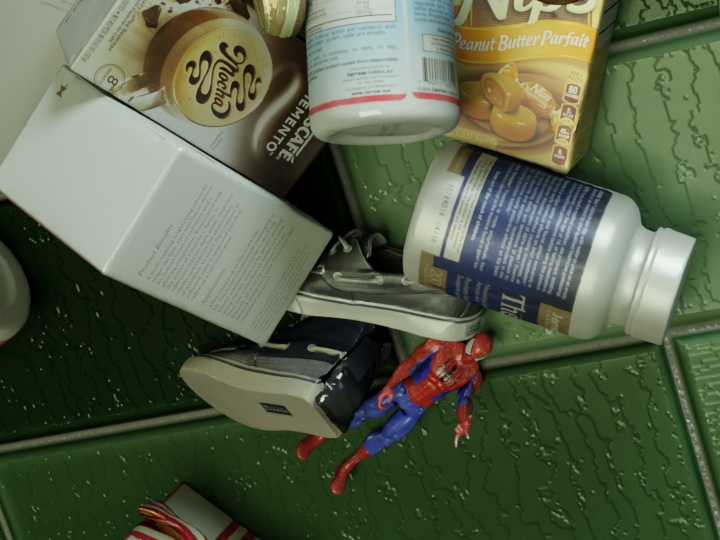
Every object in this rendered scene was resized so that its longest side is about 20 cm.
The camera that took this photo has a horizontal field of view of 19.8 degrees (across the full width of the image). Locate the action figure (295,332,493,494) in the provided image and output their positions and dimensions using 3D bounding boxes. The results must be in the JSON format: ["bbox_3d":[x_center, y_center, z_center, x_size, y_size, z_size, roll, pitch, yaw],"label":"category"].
[{"bbox_3d":[0.029,0.119,1.636,0.065,0.099,0.200,44,118,-10],"label":"action figure"}]

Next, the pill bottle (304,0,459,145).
[{"bbox_3d":[0.013,-0.196,1.475,0.108,0.109,0.202,-5,83,25],"label":"pill bottle"}]

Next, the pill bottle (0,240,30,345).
[{"bbox_3d":[-0.386,0.051,1.779,0.199,0.112,0.113,-33,95,30],"label":"pill bottle"}]

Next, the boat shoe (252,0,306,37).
[{"bbox_3d":[-0.085,-0.261,1.468,0.076,0.072,0.202,-6,81,-17],"label":"boat shoe"}]

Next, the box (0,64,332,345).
[{"bbox_3d":[-0.147,-0.046,1.550,0.152,0.200,0.107,35,95,38],"label":"box"}]

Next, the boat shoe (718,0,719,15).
[{"bbox_3d":[0.273,-0.183,1.431,0.063,0.073,0.202,18,126,50],"label":"boat shoe"}]

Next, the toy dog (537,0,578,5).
[{"bbox_3d":[0.161,-0.262,1.352,0.200,0.194,0.139,-41,133,8],"label":"toy dog"}]

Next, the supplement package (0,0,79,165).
[{"bbox_3d":[-0.240,-0.181,1.619,0.119,0.121,0.201,21,116,15],"label":"supplement package"}]

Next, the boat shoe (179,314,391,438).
[{"bbox_3d":[-0.058,0.076,1.679,0.199,0.093,0.075,9,145,47],"label":"boat shoe"}]

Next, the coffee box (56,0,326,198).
[{"bbox_3d":[-0.109,-0.157,1.528,0.199,0.080,0.113,30,106,-28],"label":"coffee box"}]

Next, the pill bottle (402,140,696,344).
[{"bbox_3d":[0.140,-0.015,1.523,0.199,0.111,0.112,19,116,11],"label":"pill bottle"}]

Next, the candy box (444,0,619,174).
[{"bbox_3d":[0.124,-0.184,1.498,0.115,0.055,0.201,17,116,16],"label":"candy box"}]

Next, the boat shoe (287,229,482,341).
[{"bbox_3d":[0.000,0.000,1.615,0.199,0.072,0.068,13,117,15],"label":"boat shoe"}]

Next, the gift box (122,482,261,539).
[{"bbox_3d":[-0.149,0.315,1.736,0.184,0.200,0.187,32,118,3],"label":"gift box"}]
